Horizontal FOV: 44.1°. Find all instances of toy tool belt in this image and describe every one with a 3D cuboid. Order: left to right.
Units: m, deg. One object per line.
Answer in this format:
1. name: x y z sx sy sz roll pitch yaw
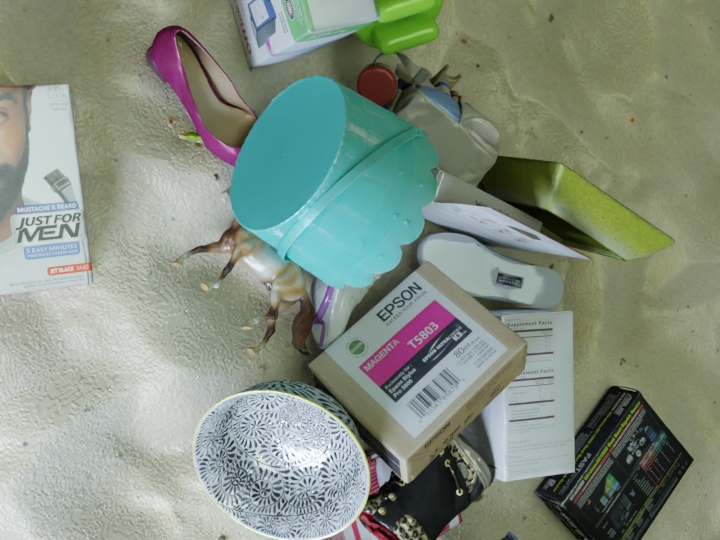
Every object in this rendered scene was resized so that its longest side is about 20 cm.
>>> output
1. toy tool belt: 0.076 -0.190 1.078 0.199 0.123 0.125 35 112 -17

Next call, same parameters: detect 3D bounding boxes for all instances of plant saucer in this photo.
1. plant saucer: 0.254 -0.073 1.110 0.199 0.200 0.048 28 89 -24

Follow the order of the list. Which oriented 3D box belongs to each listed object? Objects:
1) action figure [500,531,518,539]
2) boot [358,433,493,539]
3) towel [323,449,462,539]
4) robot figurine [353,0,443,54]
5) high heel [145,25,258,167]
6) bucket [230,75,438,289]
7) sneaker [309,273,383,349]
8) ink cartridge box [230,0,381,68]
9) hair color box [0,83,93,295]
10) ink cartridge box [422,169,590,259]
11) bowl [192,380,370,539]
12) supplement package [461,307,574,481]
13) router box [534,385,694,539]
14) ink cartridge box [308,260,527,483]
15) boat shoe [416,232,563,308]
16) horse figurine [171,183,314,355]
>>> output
1. action figure: 0.120 0.388 1.107 0.192 0.105 0.202 3 115 -31
2. boot: 0.048 0.232 1.054 0.200 0.073 0.151 47 62 -5
3. towel: 0.031 0.291 1.102 0.199 0.023 0.145 -19 100 -25
4. robot figurine: 0.021 -0.329 0.991 0.115 0.201 0.176 -20 143 -5
5. high heel: -0.149 -0.176 0.960 0.200 0.096 0.068 41 74 -21
6. bucket: -0.032 -0.095 0.945 0.134 0.206 0.209 28 79 -39
7. sneaker: 0.000 0.000 1.050 0.099 0.075 0.202 18 83 -24
8. ink cartridge box: -0.072 -0.308 0.939 0.087 0.200 0.147 -19 100 -21
9. hair color box: -0.337 -0.079 0.888 0.110 0.064 0.202 -8 94 -25
10. ink cartridge box: 0.151 -0.067 1.044 0.199 0.173 0.044 20 82 -41
11. bowl: -0.077 0.192 0.989 0.199 0.094 0.202 5 117 11
12. supplement package: 0.196 0.151 1.129 0.109 0.114 0.202 -1 92 -25
13. router box: 0.356 0.286 1.240 0.200 0.062 0.150 -48 111 -17
14. ink cartridge box: 0.066 0.111 1.019 0.200 0.165 0.075 -41 153 -18
15. boat shoe: 0.158 0.001 1.134 0.198 0.070 0.072 14 89 -15
16. horse figurine: -0.115 0.005 1.001 0.200 0.050 0.133 49 54 -10
